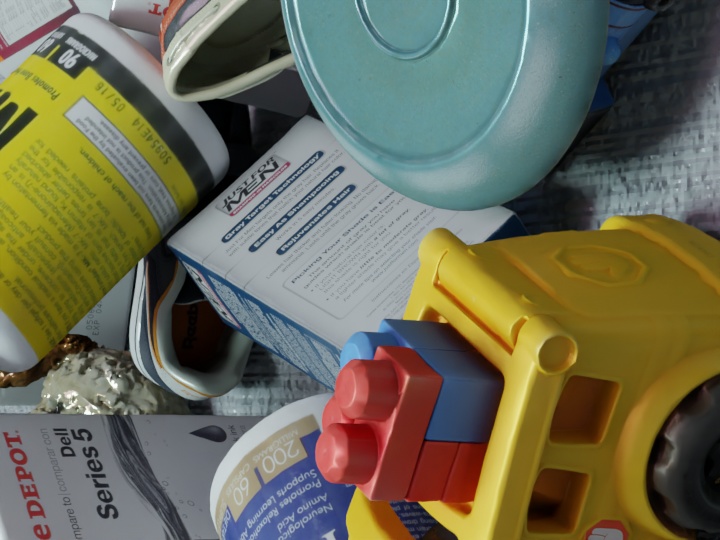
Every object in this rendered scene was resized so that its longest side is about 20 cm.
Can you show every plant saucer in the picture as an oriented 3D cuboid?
[{"bbox_3d":[0.025,-0.123,1.130,0.200,0.027,0.201,16,111,47],"label":"plant saucer"}]

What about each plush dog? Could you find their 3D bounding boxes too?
[{"bbox_3d":[-0.155,0.128,1.500,0.200,0.160,0.172,34,105,24],"label":"plush dog"}]

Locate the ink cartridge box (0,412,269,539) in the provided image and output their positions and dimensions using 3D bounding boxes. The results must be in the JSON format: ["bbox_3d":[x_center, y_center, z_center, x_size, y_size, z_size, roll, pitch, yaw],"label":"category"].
[{"bbox_3d":[-0.103,0.151,1.314,0.084,0.199,0.146,-60,41,38],"label":"ink cartridge box"}]

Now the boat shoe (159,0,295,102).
[{"bbox_3d":[-0.011,-0.140,1.246,0.199,0.071,0.063,-23,36,25],"label":"boat shoe"}]

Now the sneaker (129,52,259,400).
[{"bbox_3d":[-0.083,-0.028,1.417,0.079,0.078,0.201,-156,61,-62],"label":"sneaker"}]

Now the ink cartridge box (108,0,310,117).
[{"bbox_3d":[-0.057,-0.173,1.331,0.068,0.116,0.201,-88,12,-70],"label":"ink cartridge box"}]

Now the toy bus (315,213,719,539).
[{"bbox_3d":[0.059,0.083,1.057,0.136,0.191,0.201,42,124,51],"label":"toy bus"}]

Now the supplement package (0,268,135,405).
[{"bbox_3d":[-0.235,-0.001,1.626,0.200,0.119,0.122,26,111,57],"label":"supplement package"}]

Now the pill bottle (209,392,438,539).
[{"bbox_3d":[0.012,0.160,1.207,0.111,0.111,0.200,-64,38,34],"label":"pill bottle"}]

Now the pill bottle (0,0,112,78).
[{"bbox_3d":[-0.136,-0.170,1.483,0.200,0.109,0.110,-19,72,57],"label":"pill bottle"}]

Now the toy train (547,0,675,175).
[{"bbox_3d":[0.078,-0.126,1.150,0.200,0.086,0.115,-49,56,43],"label":"toy train"}]

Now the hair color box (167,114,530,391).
[{"bbox_3d":[0.000,0.000,1.244,0.100,0.061,0.200,-42,32,-12],"label":"hair color box"}]

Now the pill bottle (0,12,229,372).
[{"bbox_3d":[-0.170,-0.022,1.313,0.200,0.114,0.114,-46,30,-12],"label":"pill bottle"}]
